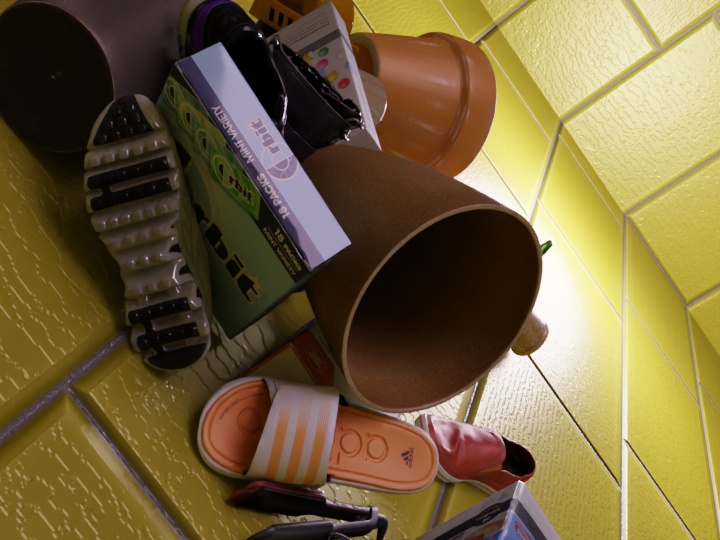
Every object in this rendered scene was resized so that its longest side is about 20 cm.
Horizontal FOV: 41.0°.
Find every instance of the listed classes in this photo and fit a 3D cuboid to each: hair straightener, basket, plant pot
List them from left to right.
[{"bbox_3d":[-0.203,-0.182,0.794,0.183,0.134,0.201,66,25,-19],"label":"basket"},{"bbox_3d":[-0.024,0.219,0.761,0.199,0.041,0.078,32,33,-52],"label":"hair straightener"},{"bbox_3d":[0.018,-0.019,0.800,0.185,0.187,0.200,30,12,-46],"label":"plant pot"},{"bbox_3d":[0.053,-0.235,1.306,0.181,0.200,0.203,8,50,-39],"label":"plant pot"}]

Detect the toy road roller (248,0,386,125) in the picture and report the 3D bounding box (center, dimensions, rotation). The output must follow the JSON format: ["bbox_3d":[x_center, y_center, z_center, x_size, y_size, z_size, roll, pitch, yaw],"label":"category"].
[{"bbox_3d":[-0.047,-0.266,1.123,0.199,0.148,0.122,34,14,27],"label":"toy road roller"}]

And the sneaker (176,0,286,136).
[{"bbox_3d":[-0.092,-0.114,0.772,0.099,0.069,0.203,36,-35,49],"label":"sneaker"}]

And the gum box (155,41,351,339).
[{"bbox_3d":[-0.105,-0.051,0.748,0.044,0.200,0.171,-32,88,-29],"label":"gum box"}]

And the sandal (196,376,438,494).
[{"bbox_3d":[-0.021,0.125,0.739,0.203,0.059,0.081,12,70,-21],"label":"sandal"}]

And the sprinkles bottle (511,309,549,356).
[{"bbox_3d":[0.184,0.035,1.348,0.200,0.068,0.069,45,26,-26],"label":"sprinkles bottle"}]

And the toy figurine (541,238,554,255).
[{"bbox_3d":[0.121,-0.044,1.225,0.199,0.151,0.185,-36,78,-26],"label":"toy figurine"}]

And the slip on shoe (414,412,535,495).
[{"bbox_3d":[0.124,0.194,1.040,0.199,0.061,0.075,31,36,-43],"label":"slip on shoe"}]

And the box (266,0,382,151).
[{"bbox_3d":[-0.070,-0.167,0.993,0.041,0.154,0.203,45,24,-50],"label":"box"}]

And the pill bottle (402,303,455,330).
[{"bbox_3d":[0.080,0.015,0.945,0.111,0.110,0.202,45,32,-23],"label":"pill bottle"}]

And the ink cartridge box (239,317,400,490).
[{"bbox_3d":[-0.016,0.096,0.880,0.117,0.067,0.200,56,24,-2],"label":"ink cartridge box"}]

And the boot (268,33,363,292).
[{"bbox_3d":[-0.065,-0.090,0.883,0.200,0.173,0.070,46,21,-22],"label":"boot"}]

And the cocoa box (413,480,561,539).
[{"bbox_3d":[0.128,0.313,0.806,0.202,0.132,0.131,56,24,-1],"label":"cocoa box"}]

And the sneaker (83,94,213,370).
[{"bbox_3d":[-0.153,-0.030,0.727,0.081,0.074,0.204,-63,145,-73],"label":"sneaker"}]
